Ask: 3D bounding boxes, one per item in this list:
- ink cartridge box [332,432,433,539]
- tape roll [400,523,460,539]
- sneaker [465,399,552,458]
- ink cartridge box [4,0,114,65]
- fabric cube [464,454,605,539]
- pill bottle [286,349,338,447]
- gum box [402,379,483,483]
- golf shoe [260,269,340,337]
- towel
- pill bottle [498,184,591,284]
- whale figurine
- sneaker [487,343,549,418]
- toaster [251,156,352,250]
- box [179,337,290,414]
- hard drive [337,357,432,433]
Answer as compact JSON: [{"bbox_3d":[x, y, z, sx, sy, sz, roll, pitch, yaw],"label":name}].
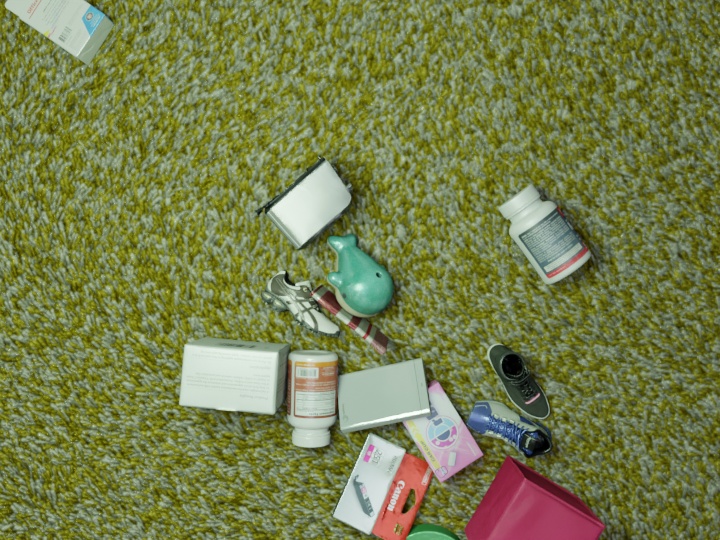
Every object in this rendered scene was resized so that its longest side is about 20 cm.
[{"bbox_3d":[0.056,0.488,1.574,0.173,0.044,0.200,25,75,2],"label":"ink cartridge box"},{"bbox_3d":[0.152,0.677,1.597,0.200,0.048,0.201,0,91,2],"label":"tape roll"},{"bbox_3d":[0.338,0.349,1.554,0.199,0.115,0.081,21,90,1],"label":"sneaker"},{"bbox_3d":[-0.673,-0.571,1.592,0.200,0.068,0.115,35,91,0],"label":"ink cartridge box"},{"bbox_3d":[0.363,0.550,1.514,0.196,0.200,0.200,31,90,2],"label":"fabric cube"},{"bbox_3d":[-0.106,0.280,1.567,0.112,0.112,0.201,2,91,1],"label":"pill bottle"},{"bbox_3d":[0.168,0.350,1.577,0.113,0.066,0.200,-32,88,-4],"label":"gum box"},{"bbox_3d":[-0.121,0.075,1.582,0.200,0.078,0.095,32,91,0],"label":"golf shoe"},{"bbox_3d":[-0.023,0.106,1.546,0.200,0.144,0.023,39,95,0],"label":"towel"},{"bbox_3d":[0.396,-0.082,1.546,0.119,0.120,0.200,-36,90,2],"label":"pill bottle"},{"bbox_3d":[0.000,0.000,1.548,0.159,0.104,0.200,-7,68,-37],"label":"whale figurine"},{"bbox_3d":[0.354,0.252,1.561,0.071,0.099,0.200,-36,91,0],"label":"sneaker"},{"bbox_3d":[-0.111,-0.138,1.527,0.200,0.181,0.119,-40,91,1],"label":"toaster"},{"bbox_3d":[-0.263,0.221,1.526,0.198,0.200,0.131,5,89,1],"label":"box"},{"bbox_3d":[0.049,0.273,1.558,0.199,0.027,0.132,-14,54,10],"label":"hard drive"}]
